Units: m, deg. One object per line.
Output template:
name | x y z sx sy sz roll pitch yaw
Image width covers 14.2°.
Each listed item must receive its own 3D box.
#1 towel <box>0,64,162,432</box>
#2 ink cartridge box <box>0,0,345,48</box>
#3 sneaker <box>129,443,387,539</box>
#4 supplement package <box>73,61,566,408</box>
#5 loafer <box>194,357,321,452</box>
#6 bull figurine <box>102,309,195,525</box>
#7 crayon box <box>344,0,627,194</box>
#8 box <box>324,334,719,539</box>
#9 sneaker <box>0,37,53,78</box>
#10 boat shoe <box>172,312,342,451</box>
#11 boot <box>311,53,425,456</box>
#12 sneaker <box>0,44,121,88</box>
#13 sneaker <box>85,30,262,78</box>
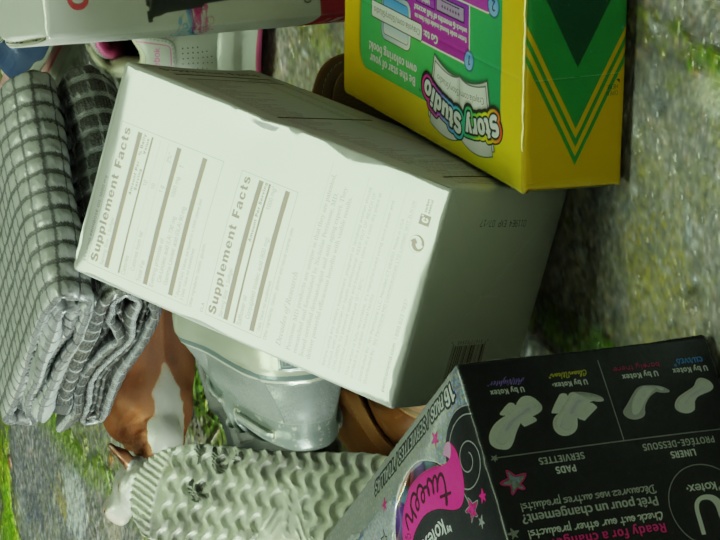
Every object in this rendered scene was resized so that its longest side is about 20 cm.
towel | -0.182 -0.009 1.781 0.200 0.085 0.166 117 142 -59
ink cartridge box | -0.091 -0.197 1.525 0.086 0.200 0.148 -176 79 -66
sneaker | -0.015 0.134 1.553 0.100 0.200 0.070 39 -118 -70
supplement package | -0.021 -0.020 1.406 0.200 0.114 0.110 22 103 32
loafer | -0.045 0.109 1.708 0.072 0.063 0.200 -12 90 36
bull figurine | -0.145 0.065 1.882 0.121 0.065 0.200 178 96 -67
crayon box | 0.057 -0.146 1.383 0.200 0.058 0.173 -144 50 -59
box | 0.080 0.129 1.319 0.200 0.132 0.115 122 136 -56
sneaker | -0.231 -0.228 1.858 0.081 0.115 0.200 -32 38 56
boat shoe | -0.055 0.056 1.535 0.201 0.070 0.072 -156 61 -73
boot | 0.000 0.000 1.542 0.155 0.074 0.200 122 137 -61
sneaker | -0.214 -0.104 1.921 0.200 0.075 0.105 -54 30 9
sneaker | -0.132 -0.164 1.766 0.200 0.088 0.082 -141 49 -58
